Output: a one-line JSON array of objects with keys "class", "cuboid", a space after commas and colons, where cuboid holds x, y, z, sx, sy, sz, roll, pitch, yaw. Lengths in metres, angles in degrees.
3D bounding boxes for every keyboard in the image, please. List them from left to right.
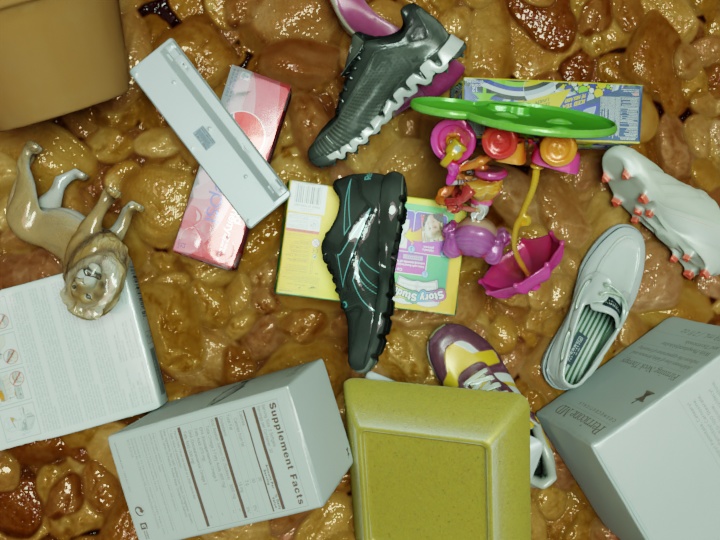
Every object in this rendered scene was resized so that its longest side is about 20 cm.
[{"class": "keyboard", "cuboid": [-0.152, -0.139, 0.800, 0.056, 0.011, 0.201, -38, 90, 3]}]

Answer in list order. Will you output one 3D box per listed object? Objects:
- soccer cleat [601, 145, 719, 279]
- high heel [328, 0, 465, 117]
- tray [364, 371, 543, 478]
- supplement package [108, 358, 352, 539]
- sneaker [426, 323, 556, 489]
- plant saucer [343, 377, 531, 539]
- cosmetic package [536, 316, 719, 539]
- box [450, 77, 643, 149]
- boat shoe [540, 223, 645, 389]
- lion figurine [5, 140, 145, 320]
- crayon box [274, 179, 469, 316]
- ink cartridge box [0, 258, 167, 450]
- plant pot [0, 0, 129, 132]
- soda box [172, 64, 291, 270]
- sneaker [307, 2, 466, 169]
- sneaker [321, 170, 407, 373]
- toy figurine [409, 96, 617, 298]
[{"class": "soccer cleat", "cuboid": [0.345, -0.075, 0.884, 0.200, 0.069, 0.078, 43, 78, -15]}, {"class": "high heel", "cuboid": [0.029, -0.271, 0.843, 0.095, 0.067, 0.202, -29, 99, 5]}, {"class": "tray", "cuboid": [0.082, 0.190, 0.831, 0.197, 0.022, 0.109, 20, 112, 15]}, {"class": "supplement package", "cuboid": [-0.124, 0.178, 0.786, 0.197, 0.117, 0.119, -17, 92, 15]}, {"class": "sneaker", "cuboid": [0.147, 0.143, 0.854, 0.075, 0.090, 0.201, -38, 96, -5]}, {"class": "plant saucer", "cuboid": [0.071, 0.219, 0.806, 0.197, 0.048, 0.204, 2, 107, 21]}, {"class": "cosmetic package", "cuboid": [0.330, 0.178, 0.834, 0.198, 0.167, 0.168, -33, 95, -5]}, {"class": "box", "cuboid": [0.199, -0.169, 0.864, 0.196, 0.070, 0.066, 2, 92, -6]}, {"class": "boat shoe", "cuboid": [0.270, 0.044, 0.877, 0.073, 0.067, 0.203, 24, 88, -6]}, {"class": "lion figurine", "cuboid": [-0.299, -0.040, 0.798, 0.198, 0.072, 0.124, 28, 85, 26]}, {"class": "crayon box", "cuboid": [0.011, -0.023, 0.854, 0.196, 0.058, 0.121, 8, 90, -6]}, {"class": "ink cartridge box", "cuboid": [-0.319, 0.089, 0.833, 0.197, 0.047, 0.163, -15, 92, -2]}, {"class": "plant pot", "cuboid": [-0.311, -0.221, 0.763, 0.197, 0.200, 0.142, -18, 108, -5]}, {"class": "soda box", "cuboid": [-0.134, -0.105, 0.837, 0.069, 0.063, 0.203, 17, 89, -6]}, {"class": "sneaker", "cuboid": [0.008, -0.194, 0.813, 0.199, 0.067, 0.091, -40, 106, 16]}, {"class": "sneaker", "cuboid": [0.000, 0.000, 0.798, 0.078, 0.075, 0.204, 6, 84, 8]}, {"class": "toy figurine", "cuboid": [0.136, -0.065, 0.786, 0.196, 0.150, 0.187, 9, 110, 9]}]
